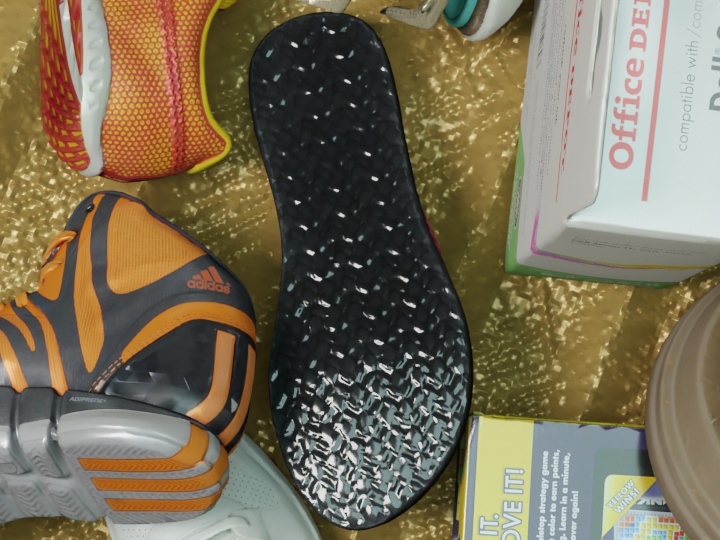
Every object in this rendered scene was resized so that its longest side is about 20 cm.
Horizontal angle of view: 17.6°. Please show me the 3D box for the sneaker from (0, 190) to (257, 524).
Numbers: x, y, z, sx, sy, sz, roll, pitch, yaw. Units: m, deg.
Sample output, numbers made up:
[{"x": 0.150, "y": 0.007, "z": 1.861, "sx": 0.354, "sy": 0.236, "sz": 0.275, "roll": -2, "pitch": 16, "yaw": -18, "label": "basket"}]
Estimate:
[{"x": -0.128, "y": 0.032, "z": 0.848, "sx": 0.200, "sy": 0.078, "sz": 0.112, "roll": 2, "pitch": 54, "yaw": 16, "label": "sneaker"}]

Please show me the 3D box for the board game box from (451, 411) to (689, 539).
[{"x": 0.113, "y": 0.157, "z": 0.854, "sx": 0.165, "sy": 0.057, "sz": 0.200, "roll": 4, "pitch": 85, "yaw": -1, "label": "board game box"}]

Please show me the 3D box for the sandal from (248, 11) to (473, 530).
[{"x": 0.000, "y": 0.000, "z": 0.868, "sx": 0.075, "sy": 0.045, "sz": 0.200, "roll": -9, "pitch": 70, "yaw": 5, "label": "sandal"}]

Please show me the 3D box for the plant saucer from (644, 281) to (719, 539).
[{"x": 0.201, "y": 0.054, "z": 0.824, "sx": 0.200, "sy": 0.030, "sz": 0.200, "roll": 2, "pitch": 45, "yaw": -2, "label": "plant saucer"}]

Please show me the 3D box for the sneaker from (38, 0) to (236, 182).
[{"x": -0.082, "y": -0.132, "z": 0.873, "sx": 0.077, "sy": 0.073, "sz": 0.200, "roll": 0, "pitch": 89, "yaw": -25, "label": "sneaker"}]

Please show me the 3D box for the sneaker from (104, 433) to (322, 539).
[{"x": -0.036, "y": 0.130, "z": 0.819, "sx": 0.074, "sy": 0.116, "sz": 0.200, "roll": -28, "pitch": 85, "yaw": -4, "label": "sneaker"}]

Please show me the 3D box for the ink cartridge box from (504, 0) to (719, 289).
[{"x": 0.099, "y": -0.061, "z": 0.800, "sx": 0.067, "sy": 0.200, "sz": 0.117, "roll": 7, "pitch": 85, "yaw": -3, "label": "ink cartridge box"}]

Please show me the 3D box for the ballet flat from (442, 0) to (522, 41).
[{"x": 0.065, "y": -0.186, "z": 0.884, "sx": 0.069, "sy": 0.069, "sz": 0.200, "roll": -1, "pitch": 84, "yaw": -3, "label": "ballet flat"}]

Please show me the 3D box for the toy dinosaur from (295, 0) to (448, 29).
[{"x": 0.012, "y": -0.141, "z": 0.835, "sx": 0.200, "sy": 0.058, "sz": 0.101, "roll": 24, "pitch": 106, "yaw": 33, "label": "toy dinosaur"}]
